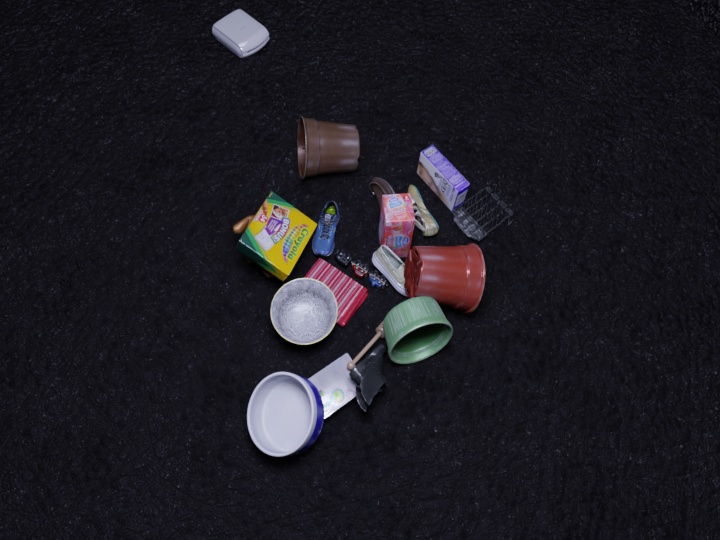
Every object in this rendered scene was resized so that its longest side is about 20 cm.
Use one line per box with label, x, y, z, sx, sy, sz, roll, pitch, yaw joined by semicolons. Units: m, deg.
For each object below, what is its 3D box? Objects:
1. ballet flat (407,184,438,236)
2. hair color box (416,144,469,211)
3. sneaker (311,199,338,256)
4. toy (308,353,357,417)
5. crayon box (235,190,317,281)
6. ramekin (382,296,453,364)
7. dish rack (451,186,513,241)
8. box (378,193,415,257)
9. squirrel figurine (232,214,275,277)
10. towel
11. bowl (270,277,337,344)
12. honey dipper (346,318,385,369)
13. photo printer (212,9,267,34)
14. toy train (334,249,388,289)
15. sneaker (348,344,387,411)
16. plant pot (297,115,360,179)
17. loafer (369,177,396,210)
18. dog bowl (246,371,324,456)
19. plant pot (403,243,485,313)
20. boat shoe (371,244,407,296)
ballet flat;0.192;-0.199;1.772;0.068;0.071;0.205;-20;66;-15
hair color box;0.280;-0.317;1.818;0.063;0.111;0.202;-29;66;-18
sneaker;-0.112;-0.139;1.701;0.075;0.090;0.207;8;61;2
toy;-0.086;0.334;1.466;0.196;0.048;0.116;-29;68;-25
crayon box;-0.243;-0.102;1.560;0.169;0.058;0.204;33;58;-10
ramekin;0.155;0.166;1.497;0.192;0.204;0.100;-14;54;-12
dish rack;0.408;-0.186;1.790;0.197;0.055;0.154;-33;67;-18
box;0.110;-0.135;1.652;0.090;0.203;0.106;-4;59;-4
squirrel figurine;-0.266;-0.083;1.635;0.198;0.143;0.188;-36;75;-19
towel;-0.089;0.066;1.629;0.196;0.023;0.146;32;66;15
bowl;-0.162;0.135;1.542;0.192;0.095;0.208;2;61;-4
honey dipper;0.026;0.216;1.526;0.037;0.039;0.200;35;54;15
photo printer;-0.474;-0.948;2.130;0.199;0.070;0.166;40;65;17
toy train;0.000;0.000;1.665;0.196;0.034;0.046;32;65;13
sneaker;0.038;0.291;1.465;0.104;0.061;0.198;45;37;12
plant pot;-0.109;-0.418;1.805;0.190;0.202;0.207;-3;60;-14
loafer;0.089;-0.230;1.775;0.070;0.074;0.201;-32;68;-22
dog bowl;-0.193;0.372;1.374;0.192;0.079;0.209;-6;72;19
plant pot;0.236;0.013;1.559;0.187;0.202;0.208;6;59;-15
boat shoe;0.118;0.006;1.634;0.198;0.062;0.072;41;48;3
